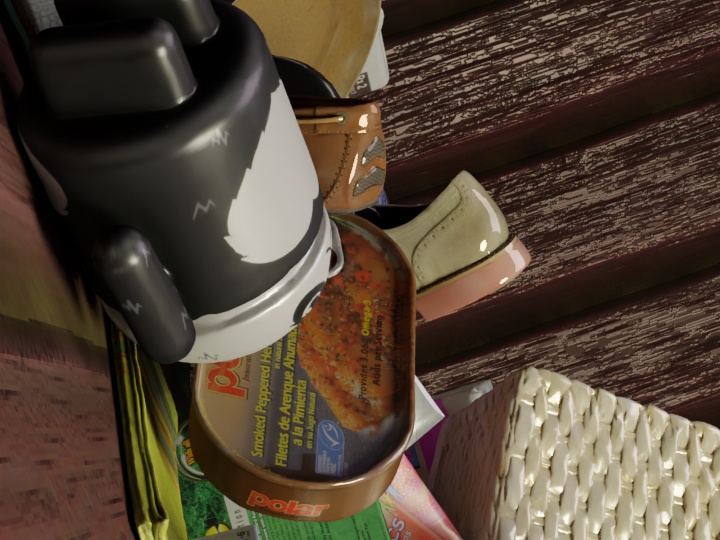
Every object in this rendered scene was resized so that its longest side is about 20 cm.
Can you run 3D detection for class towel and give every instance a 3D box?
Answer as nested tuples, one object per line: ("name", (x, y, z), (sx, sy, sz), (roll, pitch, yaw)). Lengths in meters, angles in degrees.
("towel", (-0.095, 0.096, 1.002), (0.200, 0.018, 0.086), (-109, 180, -60))

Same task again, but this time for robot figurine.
("robot figurine", (-0.084, -0.048, 0.975), (0.125, 0.150, 0.201), (32, -28, 43))

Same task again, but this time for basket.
("basket", (0.148, 0.190, 1.368), (0.161, 0.197, 0.201), (130, -25, -62))

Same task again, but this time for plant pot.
("plant pot", (-0.067, -0.119, 1.279), (0.027, 0.200, 0.200), (42, -13, 23))

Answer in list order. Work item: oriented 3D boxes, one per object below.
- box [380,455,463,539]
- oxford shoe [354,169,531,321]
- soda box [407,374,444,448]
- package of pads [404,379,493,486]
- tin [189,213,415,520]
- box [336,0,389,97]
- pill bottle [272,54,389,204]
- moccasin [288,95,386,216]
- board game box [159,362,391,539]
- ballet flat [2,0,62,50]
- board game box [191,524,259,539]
("box", (-0.016, 0.152, 1.367), (0.103, 0.094, 0.200), (55, -7, -10))
("oxford shoe", (0.000, 0.000, 1.192), (0.074, 0.199, 0.071), (62, 27, -10))
("soda box", (-0.027, 0.078, 1.281), (0.064, 0.068, 0.200), (54, -17, -14))
("package of pads", (0.024, 0.183, 1.516), (0.068, 0.199, 0.155), (-16, 88, -72))
("tin", (-0.030, 0.044, 1.067), (0.201, 0.111, 0.042), (-87, -167, -47))
("box", (-0.098, -0.189, 1.386), (0.199, 0.199, 0.131), (74, -4, -67))
("pill bottle", (-0.042, -0.040, 1.267), (0.200, 0.111, 0.112), (61, 10, -65))
("moccasin", (-0.077, -0.087, 1.124), (0.073, 0.201, 0.078), (-21, 121, -50))
("board game box", (-0.053, 0.090, 1.108), (0.024, 0.104, 0.201), (79, -6, -57))
("ballet flat", (-0.130, -0.095, 1.076), (0.069, 0.071, 0.201), (-97, 170, -65))
("board game box", (-0.034, 0.231, 0.911), (0.201, 0.034, 0.135), (-106, -177, -48))
